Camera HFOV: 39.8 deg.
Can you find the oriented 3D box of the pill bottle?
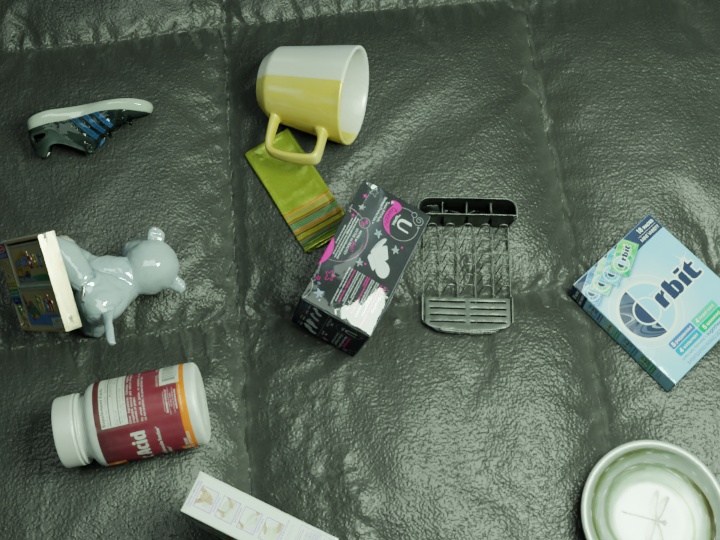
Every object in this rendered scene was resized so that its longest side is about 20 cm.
[{"bbox_3d":[-0.312,0.202,1.360,0.196,0.115,0.116,-12,68,-3],"label":"pill bottle"}]

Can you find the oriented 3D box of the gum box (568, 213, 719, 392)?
[{"bbox_3d":[0.434,0.044,1.448,0.169,0.045,0.200,-39,72,-13],"label":"gum box"}]

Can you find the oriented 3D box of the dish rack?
[{"bbox_3d":[0.158,-0.007,1.469,0.150,0.055,0.204,1,68,2],"label":"dish rack"}]

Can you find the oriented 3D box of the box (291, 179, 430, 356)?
[{"bbox_3d":[0.000,0.000,1.422,0.114,0.132,0.202,29,70,-1],"label":"box"}]

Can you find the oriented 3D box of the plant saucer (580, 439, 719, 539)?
[{"bbox_3d":[0.389,0.332,1.329,0.196,0.050,0.204,0,67,0],"label":"plant saucer"}]

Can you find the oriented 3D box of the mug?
[{"bbox_3d":[-0.084,-0.272,1.529,0.150,0.151,0.187,11,36,14],"label":"mug"}]

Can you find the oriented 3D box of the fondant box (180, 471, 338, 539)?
[{"bbox_3d":[-0.123,0.339,1.284,0.197,0.145,0.059,22,70,10],"label":"fondant box"}]

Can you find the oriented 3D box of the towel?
[{"bbox_3d":[-0.097,-0.126,1.541,0.085,0.018,0.201,-29,70,-11],"label":"towel"}]

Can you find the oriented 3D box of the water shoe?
[{"bbox_3d":[-0.422,-0.223,1.572,0.196,0.071,0.080,-10,95,-5],"label":"water shoe"}]

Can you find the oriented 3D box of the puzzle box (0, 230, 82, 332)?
[{"bbox_3d":[-0.449,0.017,1.378,0.025,0.199,0.135,-19,98,-34],"label":"puzzle box"}]

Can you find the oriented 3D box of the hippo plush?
[{"bbox_3d":[-0.347,-0.006,1.413,0.160,0.199,0.161,-34,102,-22],"label":"hippo plush"}]
